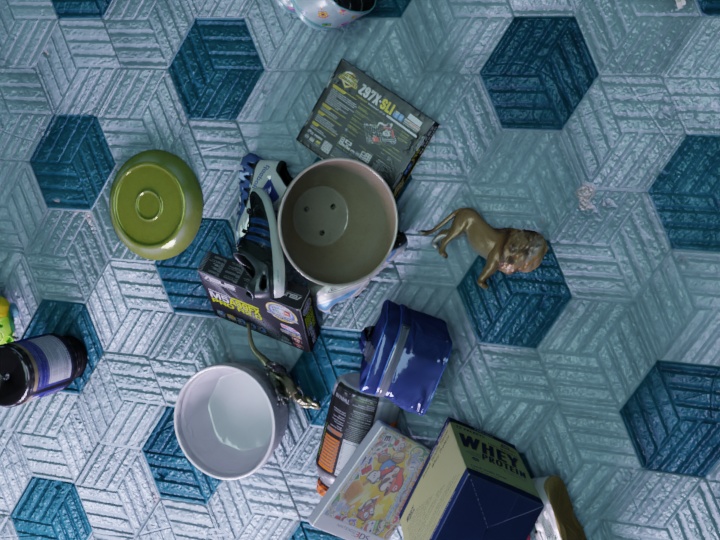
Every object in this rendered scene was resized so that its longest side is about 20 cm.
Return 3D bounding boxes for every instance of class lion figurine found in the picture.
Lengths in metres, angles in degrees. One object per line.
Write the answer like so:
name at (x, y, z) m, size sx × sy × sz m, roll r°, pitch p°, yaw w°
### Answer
lion figurine at (0.199, -0.051, 1.538) m, size 0.199 × 0.072 × 0.124 m, roll 37°, pitch 97°, yaw 16°

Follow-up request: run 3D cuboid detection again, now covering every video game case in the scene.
video game case at (0.031, 0.361, 1.564) m, size 0.202 × 0.181 × 0.023 m, roll -55°, pitch 41°, yaw 2°

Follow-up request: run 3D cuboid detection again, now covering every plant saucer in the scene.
plant saucer at (-0.384, -0.120, 1.738) m, size 0.196 × 0.031 × 0.205 m, roll 1°, pitch 95°, yaw 17°

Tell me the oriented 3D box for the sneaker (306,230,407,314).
sneaker at (0.000, 0.000, 1.615) m, size 0.198 × 0.072 × 0.073 m, roll -34°, pitch 125°, yaw 9°

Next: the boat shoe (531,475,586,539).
boat shoe at (0.319, 0.429, 1.547) m, size 0.069 × 0.070 × 0.204 m, roll -11°, pitch 100°, yaw 44°

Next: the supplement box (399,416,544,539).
supplement box at (0.168, 0.381, 1.497) m, size 0.132 × 0.200 × 0.203 m, roll 23°, pitch 102°, yaw -10°

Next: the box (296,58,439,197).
box at (0.010, -0.233, 1.594) m, size 0.198 × 0.049 × 0.161 m, roll 35°, pitch 101°, yaw 12°

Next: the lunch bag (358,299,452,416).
lunch bag at (0.062, 0.131, 1.535) m, size 0.130 × 0.200 × 0.138 m, roll 22°, pitch 99°, yaw -4°

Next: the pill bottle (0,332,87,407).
pill bottle at (-0.593, 0.177, 1.740) m, size 0.109 × 0.200 × 0.115 m, roll 1°, pitch 95°, yaw 17°

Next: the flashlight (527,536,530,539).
flashlight at (0.267, 0.506, 1.569) m, size 0.067 × 0.068 × 0.204 m, roll -16°, pitch 96°, yaw -24°

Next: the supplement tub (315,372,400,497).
supplement tub at (-0.007, 0.288, 1.604) m, size 0.120 × 0.122 × 0.204 m, roll 17°, pitch 100°, yaw 15°

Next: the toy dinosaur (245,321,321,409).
toy dinosaur at (-0.143, 0.182, 1.634) m, size 0.047 × 0.088 × 0.201 m, roll -36°, pitch 102°, yaw 4°

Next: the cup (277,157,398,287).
cup at (-0.051, -0.084, 1.552) m, size 0.196 × 0.143 × 0.205 m, roll -2°, pitch 98°, yaw -15°

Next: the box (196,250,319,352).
box at (-0.172, 0.056, 1.621) m, size 0.197 × 0.161 × 0.045 m, roll 20°, pitch 63°, yaw 14°

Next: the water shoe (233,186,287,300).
water shoe at (-0.172, -0.048, 1.540) m, size 0.077 × 0.072 × 0.203 m, roll -9°, pitch 61°, yaw -12°

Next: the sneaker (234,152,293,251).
sneaker at (-0.152, -0.103, 1.639) m, size 0.113 × 0.080 × 0.204 m, roll 2°, pitch 94°, yaw 19°

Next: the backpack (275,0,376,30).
backpack at (-0.065, -0.491, 1.533) m, size 0.152 × 0.175 × 0.203 m, roll -24°, pitch 88°, yaw 34°

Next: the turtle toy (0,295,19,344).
turtle toy at (-0.744, 0.087, 1.832) m, size 0.198 × 0.101 × 0.148 m, roll 29°, pitch 102°, yaw 14°

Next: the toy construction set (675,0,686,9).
toy construction set at (0.534, -0.462, 1.391) m, size 0.196 × 0.092 × 0.134 m, roll -17°, pitch 90°, yaw 7°

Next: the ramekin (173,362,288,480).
ramekin at (-0.221, 0.258, 1.679) m, size 0.196 × 0.105 × 0.205 m, roll 2°, pitch 96°, yaw 18°
